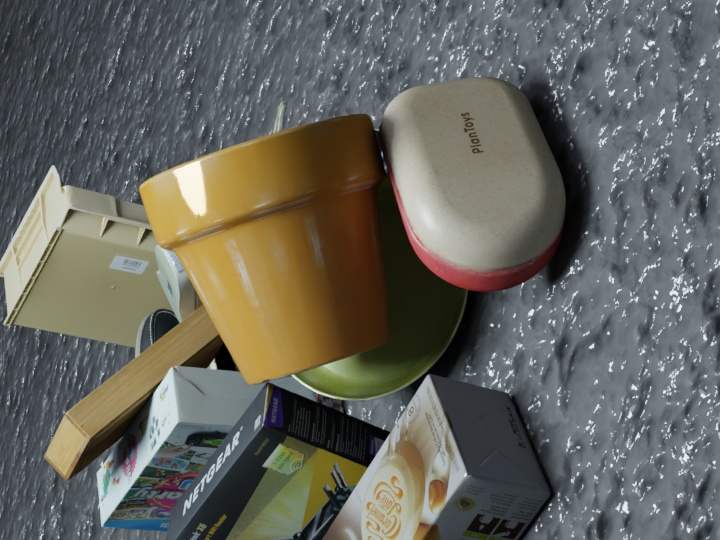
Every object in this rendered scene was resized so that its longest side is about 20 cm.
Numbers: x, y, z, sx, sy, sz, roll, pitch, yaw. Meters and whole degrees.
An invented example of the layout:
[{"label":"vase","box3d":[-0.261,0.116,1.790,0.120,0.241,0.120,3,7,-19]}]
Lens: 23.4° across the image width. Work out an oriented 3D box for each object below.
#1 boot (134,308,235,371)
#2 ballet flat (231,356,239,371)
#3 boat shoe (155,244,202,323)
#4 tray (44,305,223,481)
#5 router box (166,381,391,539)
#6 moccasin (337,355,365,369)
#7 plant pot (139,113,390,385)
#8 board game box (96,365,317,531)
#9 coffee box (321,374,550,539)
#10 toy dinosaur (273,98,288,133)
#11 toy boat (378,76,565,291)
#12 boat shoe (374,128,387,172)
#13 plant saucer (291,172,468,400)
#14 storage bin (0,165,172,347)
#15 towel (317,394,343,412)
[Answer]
[{"label":"boot","box3d":[-0.175,0.098,1.877,0.154,0.073,0.204,-48,42,39]},{"label":"ballet flat","box3d":[-0.103,0.042,1.716,0.069,0.069,0.200,-51,22,41]},{"label":"boat shoe","box3d":[-0.154,0.007,1.687,0.070,0.071,0.201,63,169,12]},{"label":"tray","box3d":[-0.203,0.110,1.633,0.200,0.037,0.099,-39,-10,-36]},{"label":"router box","box3d":[-0.056,0.198,1.488,0.200,0.157,0.052,-53,21,38]},{"label":"moccasin","box3d":[0.002,0.000,1.578,0.078,0.073,0.202,113,167,-56]},{"label":"plant pot","box3d":[-0.060,-0.011,1.431,0.200,0.200,0.184,-19,88,59]},{"label":"board game box","box3d":[-0.145,0.173,1.636,0.200,0.147,0.064,-52,40,45]},{"label":"coffee box","box3d":[0.053,0.197,1.366,0.200,0.079,0.115,-60,30,29]},{"label":"toy dinosaur","box3d":[-0.107,-0.069,1.732,0.088,0.047,0.201,-12,64,27]},{"label":"toy boat","box3d":[0.090,-0.055,1.407,0.200,0.130,0.131,-105,8,-45]},{"label":"boat shoe","box3d":[-0.033,-0.107,1.695,0.200,0.071,0.072,-23,57,59]},{"label":"plant saucer","box3d":[0.007,0.015,1.509,0.199,0.031,0.201,-6,76,24]},{"label":"storage bin","box3d":[-0.291,-0.012,2.011,0.199,0.199,0.094,-54,35,36]},{"label":"towel","box3d":[-0.061,0.178,1.658,0.147,0.030,0.200,-55,33,36]}]
